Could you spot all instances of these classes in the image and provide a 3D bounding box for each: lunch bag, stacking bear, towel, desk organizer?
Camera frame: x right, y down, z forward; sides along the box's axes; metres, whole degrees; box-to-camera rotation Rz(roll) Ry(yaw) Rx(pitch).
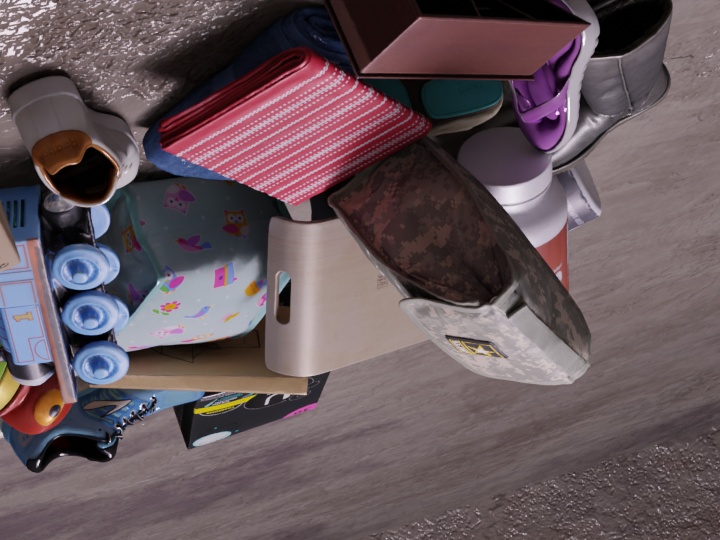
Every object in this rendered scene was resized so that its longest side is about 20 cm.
[{"bbox_3d":[0.090,0.005,1.607,0.118,0.200,0.164,-44,141,3],"label":"lunch bag"},{"bbox_3d":[-0.326,0.081,1.686,0.200,0.114,0.122,31,87,-43],"label":"stacking bear"},{"bbox_3d":[-0.074,-0.134,1.539,0.111,0.049,0.200,-1,154,-48],"label":"towel"},{"bbox_3d":[-0.167,0.006,1.742,0.170,0.122,0.200,-10,155,-36],"label":"lunch bag"},{"bbox_3d":[-0.048,-0.109,1.520,0.144,0.023,0.200,-27,156,22],"label":"towel"},{"bbox_3d":[0.076,-0.195,1.497,0.199,0.072,0.077,-5,155,-45],"label":"desk organizer"}]

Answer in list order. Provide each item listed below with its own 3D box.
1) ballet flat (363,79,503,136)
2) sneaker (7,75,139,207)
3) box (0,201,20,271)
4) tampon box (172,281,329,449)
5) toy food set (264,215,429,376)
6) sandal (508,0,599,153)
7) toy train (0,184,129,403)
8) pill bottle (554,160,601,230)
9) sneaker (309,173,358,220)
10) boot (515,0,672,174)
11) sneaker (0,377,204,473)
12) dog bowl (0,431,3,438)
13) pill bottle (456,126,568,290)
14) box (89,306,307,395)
[{"bbox_3d":[0.033,-0.133,1.657,0.199,0.070,0.069,-9,160,-37],"label":"ballet flat"},{"bbox_3d":[-0.210,-0.076,1.492,0.073,0.085,0.200,-25,165,6],"label":"sneaker"},{"bbox_3d":[-0.306,-0.061,1.403,0.077,0.095,0.200,-20,165,-7],"label":"box"},{"bbox_3d":[-0.123,0.082,2.023,0.149,0.127,0.200,-17,163,-13],"label":"tampon box"},{"bbox_3d":[0.000,0.000,1.728,0.199,0.060,0.144,-16,120,-38],"label":"toy food set"},{"bbox_3d":[0.148,-0.167,1.658,0.050,0.083,0.203,-28,155,-21],"label":"sandal"},{"bbox_3d":[-0.250,0.019,1.587,0.114,0.087,0.201,-6,133,-1],"label":"toy train"},{"bbox_3d":[0.125,-0.059,1.922,0.199,0.107,0.106,-26,163,14],"label":"pill bottle"},{"bbox_3d":[0.010,-0.085,1.784,0.108,0.067,0.202,-32,158,-14],"label":"sneaker"},{"bbox_3d":[0.202,-0.163,1.745,0.182,0.073,0.200,-37,170,4],"label":"boot"},{"bbox_3d":[-0.235,0.141,1.854,0.199,0.090,0.079,-18,148,-15],"label":"sneaker"},{"bbox_3d":[-0.337,0.096,1.895,0.199,0.074,0.200,-20,163,-6],"label":"dog bowl"},{"bbox_3d":[0.134,-0.027,1.805,0.112,0.112,0.201,-18,133,-12],"label":"pill bottle"},{"bbox_3d":[-0.153,0.070,1.845,0.199,0.021,0.164,3,-158,-8],"label":"box"}]
